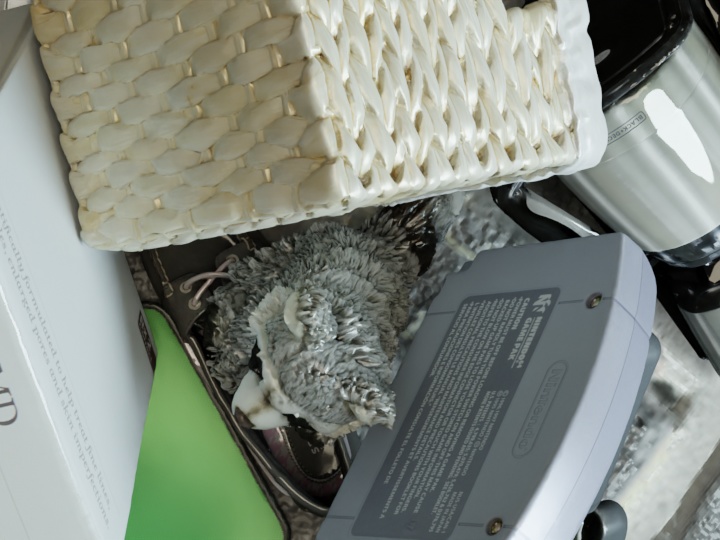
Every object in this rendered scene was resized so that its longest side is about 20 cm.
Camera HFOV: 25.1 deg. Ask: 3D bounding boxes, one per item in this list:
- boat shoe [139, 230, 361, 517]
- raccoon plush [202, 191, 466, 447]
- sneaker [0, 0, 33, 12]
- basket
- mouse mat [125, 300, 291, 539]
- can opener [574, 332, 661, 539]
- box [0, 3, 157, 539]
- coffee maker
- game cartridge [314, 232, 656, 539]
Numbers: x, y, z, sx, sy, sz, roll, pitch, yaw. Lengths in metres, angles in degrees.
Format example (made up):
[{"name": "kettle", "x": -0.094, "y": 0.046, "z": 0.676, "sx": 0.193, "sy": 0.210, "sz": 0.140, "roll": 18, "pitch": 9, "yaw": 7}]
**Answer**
[{"name": "boat shoe", "x": -0.054, "y": 0.039, "z": 0.848, "sx": 0.067, "sy": 0.057, "sz": 0.201, "roll": -29, "pitch": 99, "yaw": -3}, {"name": "raccoon plush", "x": 0.000, "y": 0.000, "z": 0.781, "sx": 0.096, "sy": 0.134, "sz": 0.201, "roll": 35, "pitch": 70, "yaw": -14}, {"name": "sneaker", "x": -0.147, "y": -0.159, "z": 0.810, "sx": 0.114, "sy": 0.075, "sz": 0.202, "roll": 16, "pitch": 99, "yaw": -9}, {"name": "basket", "x": -0.027, "y": -0.117, "z": 0.700, "sx": 0.160, "sy": 0.199, "sz": 0.200, "roll": -17, "pitch": 97, "yaw": -42}, {"name": "mouse mat", "x": -0.156, "y": 0.130, "z": 0.871, "sx": 0.199, "sy": 0.008, "sz": 0.162, "roll": -29, "pitch": 98, "yaw": -2}, {"name": "can opener", "x": 0.119, "y": 0.098, "z": 0.843, "sx": 0.066, "sy": 0.053, "sz": 0.201, "roll": -12, "pitch": 134, "yaw": -31}, {"name": "box", "x": -0.186, "y": 0.014, "z": 0.727, "sx": 0.129, "sy": 0.200, "sz": 0.200, "roll": -13, "pitch": 116, "yaw": 5}, {"name": "coffee maker", "x": 0.174, "y": -0.067, "z": 0.818, "sx": 0.200, "sy": 0.134, "sz": 0.193, "roll": 46, "pitch": 50, "yaw": -25}, {"name": "game cartridge", "x": 0.059, "y": 0.073, "z": 0.735, "sx": 0.040, "sy": 0.133, "sz": 0.201, "roll": 42, "pitch": 61, "yaw": -26}]
